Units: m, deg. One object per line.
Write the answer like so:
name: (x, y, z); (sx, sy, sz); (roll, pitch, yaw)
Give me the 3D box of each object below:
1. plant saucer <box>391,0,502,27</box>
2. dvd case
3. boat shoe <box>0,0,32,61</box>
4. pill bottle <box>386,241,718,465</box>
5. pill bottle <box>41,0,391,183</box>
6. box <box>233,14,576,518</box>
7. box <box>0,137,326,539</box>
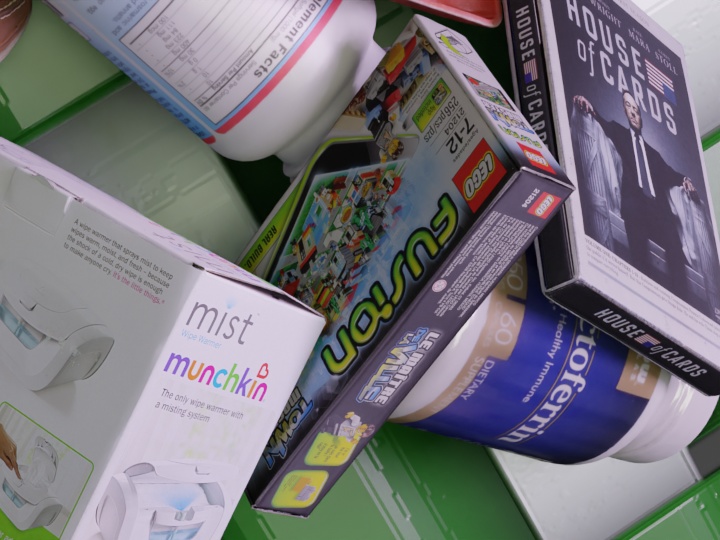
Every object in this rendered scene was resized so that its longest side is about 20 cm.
plant saucer: (-0.027, -0.214, 0.761); (0.199, 0.037, 0.201); (10, 67, -43)
dvd case: (0.123, -0.055, 0.801); (0.150, 0.025, 0.202); (28, 48, -44)
boat shoe: (-0.225, -0.113, 0.737); (0.199, 0.072, 0.076); (-26, 70, -41)
pill bottle: (0.081, 0.031, 0.822); (0.199, 0.115, 0.117); (17, 94, -40)
pill bottle: (-0.064, -0.124, 0.793); (0.200, 0.109, 0.109); (41, 88, -17)
box: (0.000, 0.000, 0.743); (0.035, 0.110, 0.200); (17, 120, -40)
box: (-0.145, 0.049, 0.746); (0.096, 0.199, 0.178); (25, 91, -53)
